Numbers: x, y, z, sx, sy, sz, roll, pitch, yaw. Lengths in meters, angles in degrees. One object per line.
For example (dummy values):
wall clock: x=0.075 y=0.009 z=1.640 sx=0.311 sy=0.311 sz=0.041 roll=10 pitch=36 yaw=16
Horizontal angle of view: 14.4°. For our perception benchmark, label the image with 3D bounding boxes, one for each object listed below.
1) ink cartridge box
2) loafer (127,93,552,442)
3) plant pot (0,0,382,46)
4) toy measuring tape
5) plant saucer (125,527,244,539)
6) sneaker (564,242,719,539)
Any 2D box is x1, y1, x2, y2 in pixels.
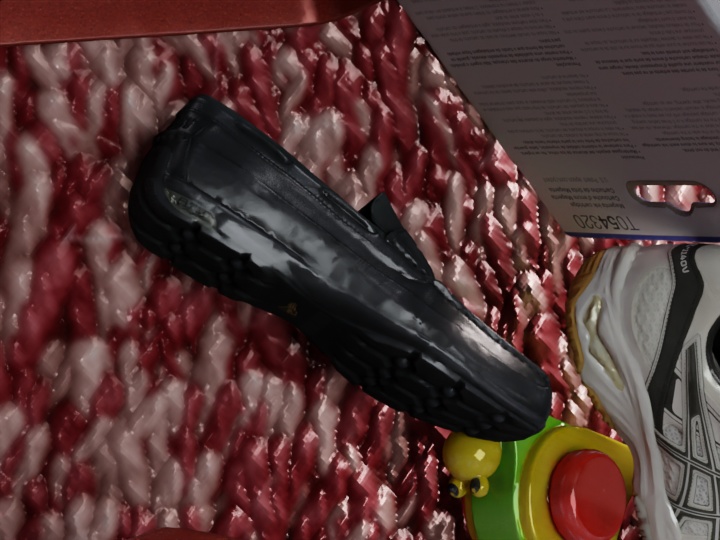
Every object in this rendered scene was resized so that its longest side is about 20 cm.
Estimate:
ink cartridge box: x=0.100 y=-0.098 z=1.172 sx=0.043 sy=0.196 sz=0.200 roll=-49 pitch=116 yaw=-22
loafer: x=0.000 y=0.000 z=1.170 sx=0.200 sy=0.068 sz=0.071 roll=34 pitch=63 yaw=-13
plant pot: x=-0.057 y=-0.196 z=1.076 sx=0.199 sy=0.200 sz=0.177 roll=-7 pitch=85 yaw=-34
toy measuring tape: x=0.105 y=0.113 z=1.265 sx=0.200 sy=0.073 sz=0.074 roll=25 pitch=78 yaw=-41
plant saucer: x=-0.148 y=0.170 z=1.038 sx=0.199 sy=0.200 sz=0.037 roll=-17 pitch=63 yaw=-37
sneaker: x=0.161 y=0.076 z=1.225 sx=0.201 sy=0.087 sz=0.076 roll=62 pitch=35 yaw=-26
